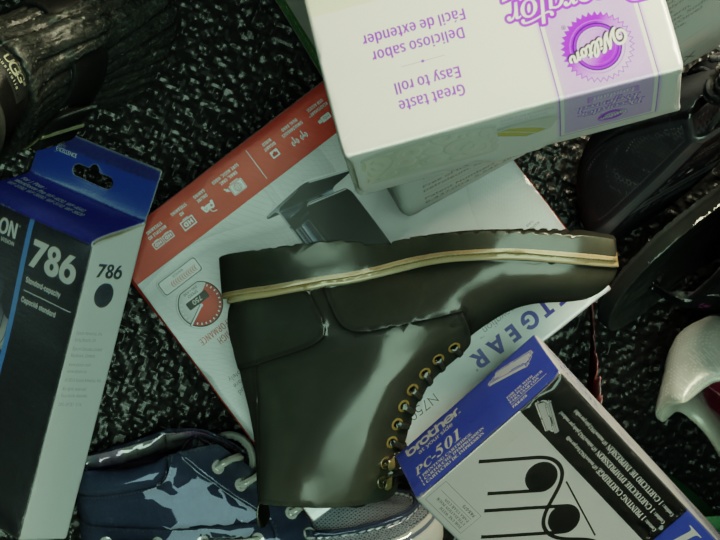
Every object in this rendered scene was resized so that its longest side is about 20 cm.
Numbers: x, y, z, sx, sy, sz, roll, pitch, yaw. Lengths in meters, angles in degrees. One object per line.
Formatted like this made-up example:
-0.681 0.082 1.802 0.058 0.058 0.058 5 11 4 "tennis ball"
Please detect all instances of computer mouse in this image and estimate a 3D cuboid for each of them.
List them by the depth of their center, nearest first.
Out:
0.174 -0.085 1.091 0.138 0.200 0.053 -28 77 -39 "computer mouse"

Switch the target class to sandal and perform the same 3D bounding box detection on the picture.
0.217 -0.023 1.131 0.200 0.075 0.048 -33 65 -13 "sandal"

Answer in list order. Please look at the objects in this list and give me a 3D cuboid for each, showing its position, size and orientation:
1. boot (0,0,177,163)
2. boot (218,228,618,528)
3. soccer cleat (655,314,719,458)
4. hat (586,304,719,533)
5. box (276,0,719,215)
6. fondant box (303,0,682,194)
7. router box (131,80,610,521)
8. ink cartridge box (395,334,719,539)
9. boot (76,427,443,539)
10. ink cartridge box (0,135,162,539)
-0.197 -0.081 1.054 0.158 0.210 0.080 -42 107 -44 "boot"
0.034 0.051 1.037 0.198 0.077 0.140 -6 89 12 "boot"
0.242 0.106 1.110 0.199 0.070 0.086 36 49 3 "soccer cleat"
0.140 0.134 1.192 0.165 0.177 0.200 23 117 -41 "hat"
0.052 -0.173 1.004 0.199 0.171 0.200 -29 74 -4 "box"
0.042 -0.149 0.879 0.143 0.058 0.202 -14 76 2 "fondant box"
0.000 0.000 1.096 0.200 0.049 0.180 -38 86 -4 "router box"
0.116 0.132 1.038 0.094 0.044 0.200 -41 118 6 "ink cartridge box"
-0.056 0.128 1.127 0.198 0.073 0.091 -11 108 -7 "boot"
-0.171 0.029 1.077 0.039 0.099 0.202 8 100 -51 "ink cartridge box"
